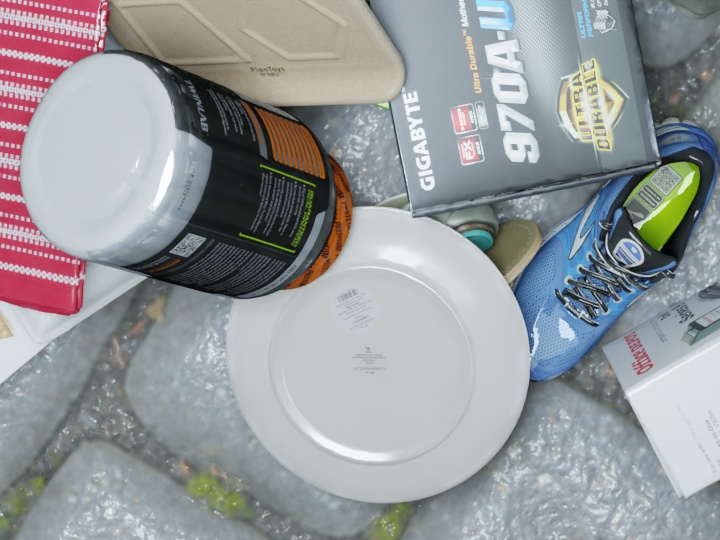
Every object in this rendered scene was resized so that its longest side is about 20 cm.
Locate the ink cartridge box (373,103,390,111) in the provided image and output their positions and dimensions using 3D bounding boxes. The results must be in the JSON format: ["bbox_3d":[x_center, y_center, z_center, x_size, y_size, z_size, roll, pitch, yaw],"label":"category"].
[{"bbox_3d":[0.097,-0.183,1.294,0.147,0.076,0.201,20,100,-2],"label":"ink cartridge box"}]

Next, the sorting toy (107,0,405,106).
[{"bbox_3d":[-0.086,-0.172,1.192,0.184,0.200,0.037,1,55,28],"label":"sorting toy"}]

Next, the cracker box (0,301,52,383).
[{"bbox_3d":[-0.257,0.004,1.340,0.200,0.058,0.134,-40,96,7],"label":"cracker box"}]

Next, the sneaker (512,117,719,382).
[{"bbox_3d":[0.161,-0.011,1.312,0.078,0.089,0.200,35,100,-3],"label":"sneaker"}]

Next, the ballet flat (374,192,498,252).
[{"bbox_3d":[0.000,0.000,1.336,0.200,0.067,0.064,-33,64,15],"label":"ballet flat"}]

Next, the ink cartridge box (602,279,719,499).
[{"bbox_3d":[0.264,0.048,1.289,0.200,0.146,0.084,-30,97,5],"label":"ink cartridge box"}]

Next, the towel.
[{"bbox_3d":[-0.227,-0.078,1.240,0.144,0.022,0.201,10,102,13],"label":"towel"}]

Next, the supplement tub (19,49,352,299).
[{"bbox_3d":[-0.097,-0.050,1.205,0.122,0.200,0.123,-7,76,31],"label":"supplement tub"}]

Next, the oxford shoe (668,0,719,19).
[{"bbox_3d":[0.193,-0.194,1.242,0.058,0.200,0.075,-17,80,28],"label":"oxford shoe"}]

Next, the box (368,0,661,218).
[{"bbox_3d":[0.089,-0.146,1.239,0.158,0.046,0.201,-11,98,3],"label":"box"}]

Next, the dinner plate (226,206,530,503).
[{"bbox_3d":[0.009,0.058,1.295,0.199,0.024,0.201,2,104,9],"label":"dinner plate"}]

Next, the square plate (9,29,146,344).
[{"bbox_3d":[-0.176,-0.087,1.296,0.198,0.028,0.200,-33,93,-20],"label":"square plate"}]

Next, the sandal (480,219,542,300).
[{"bbox_3d":[0.053,0.053,1.344,0.212,0.078,0.070,-38,116,12],"label":"sandal"}]
